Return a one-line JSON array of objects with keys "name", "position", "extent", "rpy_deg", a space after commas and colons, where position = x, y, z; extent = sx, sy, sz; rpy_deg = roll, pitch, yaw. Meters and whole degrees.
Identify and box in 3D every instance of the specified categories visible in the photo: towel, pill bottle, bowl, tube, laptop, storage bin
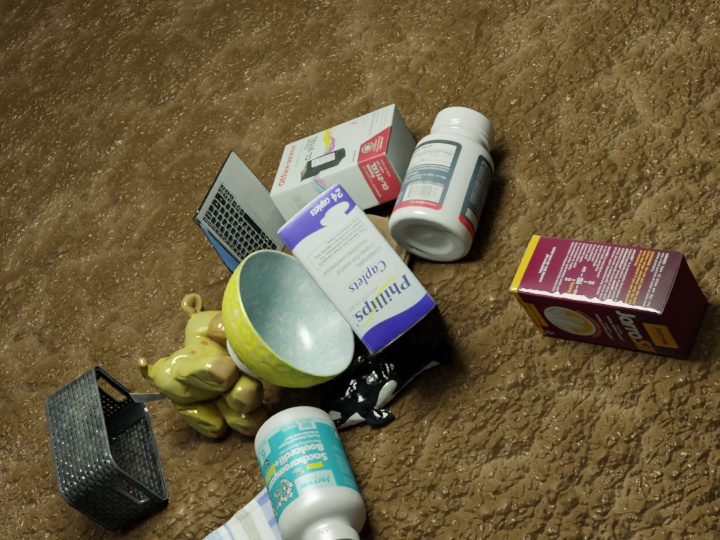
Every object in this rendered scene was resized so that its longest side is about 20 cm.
[{"name": "towel", "position": [-0.155, 0.381, 1.447], "extent": [0.200, 0.024, 0.147], "rpy_deg": [-39, 45, 2]}, {"name": "pill bottle", "position": [-0.059, 0.276, 1.401], "extent": [0.111, 0.111, 0.200], "rpy_deg": [-33, 45, 8]}, {"name": "bowl", "position": [-0.117, 0.083, 1.498], "extent": [0.108, 0.200, 0.201], "rpy_deg": [-39, 40, 31]}, {"name": "pill bottle", "position": [0.123, -0.125, 1.585], "extent": [0.119, 0.120, 0.200], "rpy_deg": [0, 57, 34]}, {"name": "tube", "position": [-0.058, 0.073, 1.610], "extent": [0.077, 0.050, 0.200], "rpy_deg": [5, 55, 24]}, {"name": "laptop", "position": [-0.144, -0.041, 1.651], "extent": [0.116, 0.187, 0.200], "rpy_deg": [6, 61, 36]}, {"name": "storage bin", "position": [-0.366, 0.254, 1.606], "extent": [0.094, 0.135, 0.200], "rpy_deg": [-34, 44, 7]}]

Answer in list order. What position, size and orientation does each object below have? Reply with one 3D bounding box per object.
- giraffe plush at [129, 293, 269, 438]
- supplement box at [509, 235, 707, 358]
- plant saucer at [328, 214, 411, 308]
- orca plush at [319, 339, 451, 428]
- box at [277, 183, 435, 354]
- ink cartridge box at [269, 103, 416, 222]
[{"name": "giraffe plush", "position": [-0.210, 0.126, 1.595], "extent": [0.199, 0.173, 0.162], "rpy_deg": [7, 48, 18]}, {"name": "supplement box", "position": [0.298, 0.030, 1.350], "extent": [0.200, 0.110, 0.086], "rpy_deg": [9, 63, 38]}, {"name": "plant saucer", "position": [-0.022, -0.016, 1.635], "extent": [0.199, 0.030, 0.200], "rpy_deg": [-16, 38, 13]}, {"name": "orca plush", "position": [0.023, 0.141, 1.478], "extent": [0.200, 0.071, 0.105], "rpy_deg": [-21, 48, 20]}, {"name": "box", "position": [0.000, 0.000, 1.467], "extent": [0.105, 0.184, 0.200], "rpy_deg": [-39, 87, 3]}, {"name": "ink cartridge box", "position": [-0.026, -0.154, 1.712], "extent": [0.199, 0.083, 0.146], "rpy_deg": [-18, 34, 22]}]
